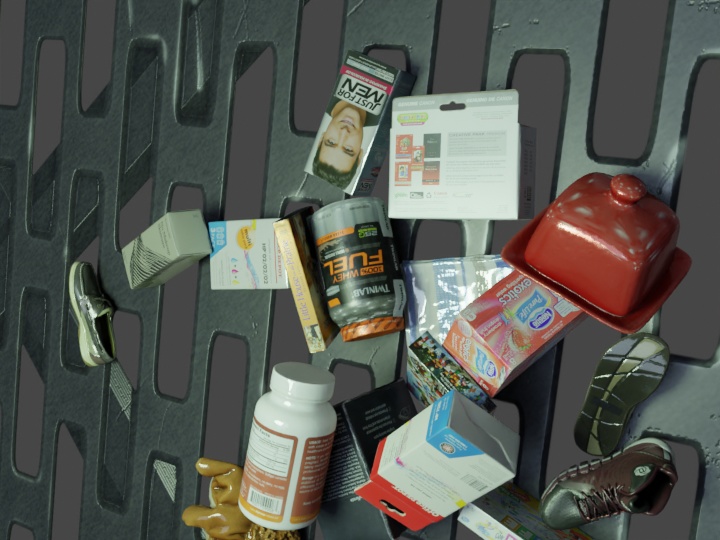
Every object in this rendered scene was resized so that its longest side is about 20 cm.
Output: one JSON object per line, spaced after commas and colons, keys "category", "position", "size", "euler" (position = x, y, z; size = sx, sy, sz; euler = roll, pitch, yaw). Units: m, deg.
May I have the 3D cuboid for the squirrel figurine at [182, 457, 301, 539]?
{"category": "squirrel figurine", "position": [-0.195, 0.429, 1.376], "size": [0.198, 0.142, 0.188], "euler": [11, 65, 2]}

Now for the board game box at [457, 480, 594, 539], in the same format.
{"category": "board game box", "position": [0.246, 0.368, 1.150], "size": [0.199, 0.134, 0.034], "euler": [32, 107, 23]}

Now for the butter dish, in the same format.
{"category": "butter dish", "position": [0.310, -0.054, 1.038], "size": [0.199, 0.199, 0.149], "euler": [34, 140, 23]}

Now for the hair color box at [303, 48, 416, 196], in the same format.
{"category": "hair color box", "position": [-0.002, -0.226, 1.296], "size": [0.099, 0.061, 0.201], "euler": [28, 106, 24]}

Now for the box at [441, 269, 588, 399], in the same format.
{"category": "box", "position": [0.218, 0.062, 1.106], "size": [0.103, 0.199, 0.095], "euler": [46, 152, 18]}

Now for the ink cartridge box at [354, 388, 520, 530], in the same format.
{"category": "ink cartridge box", "position": [0.095, 0.250, 1.081], "size": [0.116, 0.067, 0.200], "euler": [36, 129, -14]}

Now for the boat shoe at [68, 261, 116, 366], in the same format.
{"category": "boat shoe", "position": [-0.499, 0.079, 1.587], "size": [0.065, 0.072, 0.203], "euler": [-9, 90, 19]}

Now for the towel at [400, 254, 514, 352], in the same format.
{"category": "towel", "position": [0.152, 0.052, 1.248], "size": [0.199, 0.024, 0.148], "euler": [-4, 91, 29]}

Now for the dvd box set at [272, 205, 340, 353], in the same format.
{"category": "dvd box set", "position": [-0.075, 0.009, 1.280], "size": [0.029, 0.146, 0.202], "euler": [-13, 98, 14]}

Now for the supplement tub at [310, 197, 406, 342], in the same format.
{"category": "supplement tub", "position": [0.000, 0.000, 1.265], "size": [0.122, 0.122, 0.202], "euler": [-18, 80, 28]}

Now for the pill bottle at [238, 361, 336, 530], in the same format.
{"category": "pill bottle", "position": [-0.093, 0.231, 1.119], "size": [0.112, 0.112, 0.202], "euler": [17, 102, 27]}

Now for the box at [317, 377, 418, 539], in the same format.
{"category": "box", "position": [0.014, 0.285, 1.238], "size": [0.117, 0.196, 0.201], "euler": [-26, 81, 28]}

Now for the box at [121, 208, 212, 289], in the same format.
{"category": "box", "position": [-0.338, -0.035, 1.452], "size": [0.200, 0.068, 0.083], "euler": [-28, 76, 48]}

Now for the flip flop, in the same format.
{"category": "flip flop", "position": [0.349, 0.164, 1.131], "size": [0.081, 0.057, 0.201], "euler": [28, 120, 20]}

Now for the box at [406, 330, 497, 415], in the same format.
{"category": "box", "position": [0.122, 0.176, 1.180], "size": [0.038, 0.200, 0.137], "euler": [-38, 70, -13]}

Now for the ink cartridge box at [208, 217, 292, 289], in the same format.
{"category": "ink cartridge box", "position": [-0.152, -0.028, 1.385], "size": [0.199, 0.068, 0.116], "euler": [-2, 92, 29]}

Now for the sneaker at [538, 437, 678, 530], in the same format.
{"category": "sneaker", "position": [0.322, 0.294, 1.091], "size": [0.199, 0.116, 0.076], "euler": [-35, 95, 14]}

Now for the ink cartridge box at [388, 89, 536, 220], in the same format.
{"category": "ink cartridge box", "position": [0.146, -0.161, 1.204], "size": [0.199, 0.084, 0.177], "euler": [3, 95, 28]}
